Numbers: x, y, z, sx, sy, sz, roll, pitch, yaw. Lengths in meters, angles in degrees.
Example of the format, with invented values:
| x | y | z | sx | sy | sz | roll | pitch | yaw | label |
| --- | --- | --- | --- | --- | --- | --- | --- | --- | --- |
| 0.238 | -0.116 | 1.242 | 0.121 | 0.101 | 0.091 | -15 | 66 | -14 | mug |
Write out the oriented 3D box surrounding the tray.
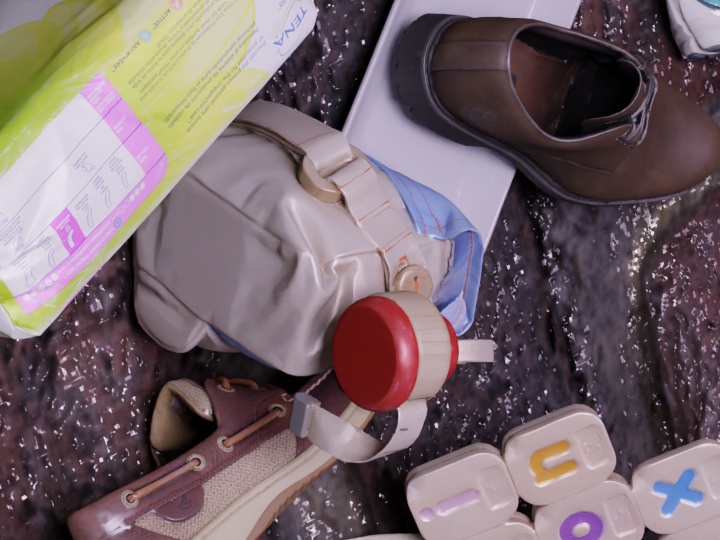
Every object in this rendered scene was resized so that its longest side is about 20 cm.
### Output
| x | y | z | sx | sy | sz | roll | pitch | yaw | label |
| --- | --- | --- | --- | --- | --- | --- | --- | --- | --- |
| 0.052 | -0.116 | 1.332 | 0.107 | 0.022 | 0.201 | 34 | 70 | -36 | tray |

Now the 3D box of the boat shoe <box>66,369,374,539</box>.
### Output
| x | y | z | sx | sy | sz | roll | pitch | yaw | label |
| --- | --- | --- | --- | --- | --- | --- | --- | --- | --- |
| -0.059 | 0.074 | 1.208 | 0.072 | 0.072 | 0.200 | 51 | 46 | -5 | boat shoe |

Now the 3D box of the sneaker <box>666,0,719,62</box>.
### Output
| x | y | z | sx | sy | sz | roll | pitch | yaw | label |
| --- | --- | --- | --- | --- | --- | --- | --- | --- | --- |
| 0.234 | -0.177 | 1.456 | 0.199 | 0.077 | 0.080 | -27 | 100 | -37 | sneaker |

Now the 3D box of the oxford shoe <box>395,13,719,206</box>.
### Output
| x | y | z | sx | sy | sz | roll | pitch | yaw | label |
| --- | --- | --- | --- | --- | --- | --- | --- | --- | --- |
| 0.114 | -0.072 | 1.320 | 0.199 | 0.084 | 0.073 | 13 | 82 | -42 | oxford shoe |

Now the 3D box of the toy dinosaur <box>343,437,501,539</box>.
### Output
| x | y | z | sx | sy | sz | roll | pitch | yaw | label |
| --- | --- | --- | --- | --- | --- | --- | --- | --- | --- |
| 0.073 | 0.136 | 1.347 | 0.200 | 0.047 | 0.089 | 29 | 80 | -34 | toy dinosaur |

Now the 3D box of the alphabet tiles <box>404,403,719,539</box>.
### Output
| x | y | z | sx | sy | sz | roll | pitch | yaw | label |
| --- | --- | --- | --- | --- | --- | --- | --- | --- | --- |
| 0.098 | 0.160 | 1.314 | 0.195 | 0.015 | 0.201 | -23 | 116 | 2 | alphabet tiles |

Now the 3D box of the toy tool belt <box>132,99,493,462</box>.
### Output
| x | y | z | sx | sy | sz | roll | pitch | yaw | label |
| --- | --- | --- | --- | --- | --- | --- | --- | --- | --- |
| 0.000 | 0.000 | 1.181 | 0.122 | 0.200 | 0.126 | -5 | 114 | -40 | toy tool belt |

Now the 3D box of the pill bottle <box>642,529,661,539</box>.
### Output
| x | y | z | sx | sy | sz | roll | pitch | yaw | label |
| --- | --- | --- | --- | --- | --- | --- | --- | --- | --- |
| 0.234 | 0.169 | 1.441 | 0.199 | 0.112 | 0.113 | -8 | 97 | -40 | pill bottle |

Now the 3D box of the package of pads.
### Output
| x | y | z | sx | sy | sz | roll | pitch | yaw | label |
| --- | --- | --- | --- | --- | --- | --- | --- | --- | --- |
| -0.126 | -0.062 | 1.093 | 0.200 | 0.154 | 0.068 | -51 | 121 | -28 | package of pads |
